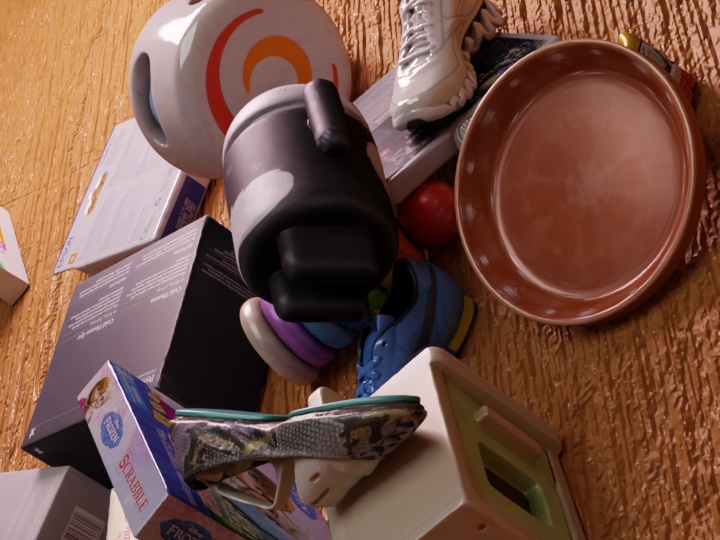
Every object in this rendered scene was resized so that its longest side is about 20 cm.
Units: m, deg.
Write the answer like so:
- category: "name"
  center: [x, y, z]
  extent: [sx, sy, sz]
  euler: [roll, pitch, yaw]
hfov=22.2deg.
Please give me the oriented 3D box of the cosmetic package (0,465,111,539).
- category: "cosmetic package"
  center: [-0.299, 0.240, 1.631]
  extent: [0.200, 0.090, 0.107]
  euler: [-13, 49, 53]

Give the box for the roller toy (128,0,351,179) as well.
- category: "roller toy"
  center: [-0.114, -0.177, 1.700]
  extent: [0.140, 0.182, 0.200]
  euler: [6, 64, 58]

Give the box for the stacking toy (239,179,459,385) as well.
- category: "stacking toy"
  center: [0.000, 0.000, 1.465]
  extent: [0.200, 0.085, 0.085]
  euler: [-41, 32, 14]

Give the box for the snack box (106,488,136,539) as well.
- category: "snack box"
  center: [-0.142, 0.218, 1.426]
  extent: [0.116, 0.037, 0.200]
  euler: [-26, 29, 11]

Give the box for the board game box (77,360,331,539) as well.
- category: "board game box"
  center: [-0.095, 0.168, 1.298]
  extent: [0.041, 0.199, 0.200]
  euler: [-50, 30, 7]

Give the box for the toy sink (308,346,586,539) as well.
- category: "toy sink"
  center: [0.059, 0.138, 1.183]
  extent: [0.112, 0.130, 0.200]
  euler: [-42, 30, 19]

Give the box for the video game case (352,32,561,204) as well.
- category: "video game case"
  center: [0.050, -0.132, 1.524]
  extent: [0.200, 0.023, 0.182]
  euler: [-41, 26, -18]

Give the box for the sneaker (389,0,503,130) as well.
- category: "sneaker"
  center: [0.056, -0.184, 1.491]
  extent: [0.075, 0.081, 0.200]
  euler: [-17, 30, 27]

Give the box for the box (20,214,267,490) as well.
- category: "box"
  center: [-0.179, 0.080, 1.606]
  extent: [0.200, 0.104, 0.182]
  euler: [-24, 40, 41]

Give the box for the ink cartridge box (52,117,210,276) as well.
- category: "ink cartridge box"
  center: [-0.221, -0.086, 1.903]
  extent: [0.200, 0.043, 0.197]
  euler: [-16, 48, 50]

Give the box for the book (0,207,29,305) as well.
- category: "book"
  center: [-0.457, -0.046, 2.103]
  extent: [0.048, 0.134, 0.200]
  euler: [-49, 30, 8]

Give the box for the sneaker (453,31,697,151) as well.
- category: "sneaker"
  center: [0.148, -0.130, 1.369]
  extent: [0.200, 0.082, 0.078]
  euler: [-18, 44, 39]

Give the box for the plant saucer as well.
- category: "plant saucer"
  center: [0.153, -0.061, 1.279]
  extent: [0.200, 0.032, 0.201]
  euler: [-5, 83, 41]

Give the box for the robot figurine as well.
- category: "robot figurine"
  center: [-0.037, -0.050, 1.378]
  extent: [0.150, 0.125, 0.200]
  euler: [-37, 41, 22]

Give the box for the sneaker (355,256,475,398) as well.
- category: "sneaker"
  center: [0.017, 0.084, 1.352]
  extent: [0.066, 0.078, 0.200]
  euler: [-5, 56, 51]

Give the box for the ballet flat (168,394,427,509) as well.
- category: "ballet flat"
  center: [-0.039, 0.116, 1.153]
  extent: [0.200, 0.072, 0.072]
  euler: [-7, 52, 39]
